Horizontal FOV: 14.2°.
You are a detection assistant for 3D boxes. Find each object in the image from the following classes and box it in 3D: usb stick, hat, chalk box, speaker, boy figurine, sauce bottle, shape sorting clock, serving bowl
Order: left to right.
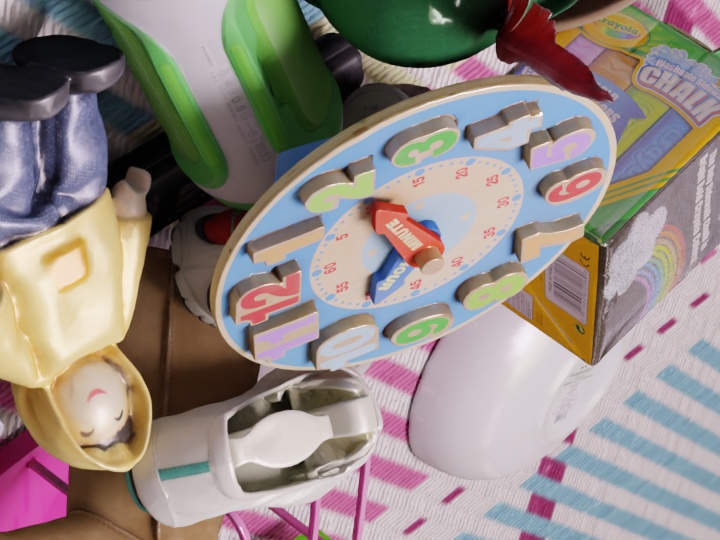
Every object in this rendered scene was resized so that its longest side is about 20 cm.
[{"bbox_3d":[-0.135,0.003,1.261,0.124,0.064,0.200,-28,124,-44],"label":"boy figurine"},{"bbox_3d":[-0.072,-0.058,1.405,0.200,0.033,0.055,-35,158,-38],"label":"usb stick"},{"bbox_3d":[-0.065,-0.105,1.275,0.088,0.088,0.200,-48,151,-14],"label":"speaker"},{"bbox_3d":[0.026,-0.061,1.498,0.066,0.066,0.200,-56,169,4],"label":"sauce bottle"},{"bbox_3d":[0.023,-0.093,1.239,0.200,0.166,0.176,89,6,-58],"label":"hat"},{"bbox_3d":[0.026,-0.016,1.305,0.200,0.039,0.200,-17,150,-11],"label":"shape sorting clock"},{"bbox_3d":[0.119,0.059,1.875,0.200,0.066,0.200,-42,154,-26],"label":"serving bowl"},{"bbox_3d":[0.154,-0.069,1.702,0.200,0.124,0.124,-43,153,-27],"label":"chalk box"}]

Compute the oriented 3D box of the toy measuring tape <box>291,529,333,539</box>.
[{"bbox_3d":[-0.074,0.210,1.711,0.200,0.074,0.074,-24,142,-49],"label":"toy measuring tape"}]

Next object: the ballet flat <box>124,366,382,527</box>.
[{"bbox_3d":[-0.031,0.079,1.372,0.200,0.069,0.069,-16,136,-57],"label":"ballet flat"}]

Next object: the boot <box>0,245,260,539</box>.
[{"bbox_3d":[-0.130,0.081,1.368,0.175,0.066,0.200,22,62,-34],"label":"boot"}]

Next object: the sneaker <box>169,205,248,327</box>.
[{"bbox_3d":[0.000,0.000,1.414,0.200,0.085,0.077,-2,82,-48],"label":"sneaker"}]

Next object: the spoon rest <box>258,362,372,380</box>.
[{"bbox_3d":[-0.021,0.020,1.590,0.099,0.061,0.200,-43,167,-23],"label":"spoon rest"}]

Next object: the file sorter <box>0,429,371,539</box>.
[{"bbox_3d":[-0.102,0.137,1.490,0.200,0.125,0.139,-39,151,-32],"label":"file sorter"}]

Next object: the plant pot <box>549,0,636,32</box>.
[{"bbox_3d":[0.055,-0.199,1.320,0.201,0.201,0.093,83,11,-57],"label":"plant pot"}]

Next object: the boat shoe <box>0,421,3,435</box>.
[{"bbox_3d":[-0.233,0.100,1.273,0.200,0.065,0.074,-43,171,27],"label":"boat shoe"}]
